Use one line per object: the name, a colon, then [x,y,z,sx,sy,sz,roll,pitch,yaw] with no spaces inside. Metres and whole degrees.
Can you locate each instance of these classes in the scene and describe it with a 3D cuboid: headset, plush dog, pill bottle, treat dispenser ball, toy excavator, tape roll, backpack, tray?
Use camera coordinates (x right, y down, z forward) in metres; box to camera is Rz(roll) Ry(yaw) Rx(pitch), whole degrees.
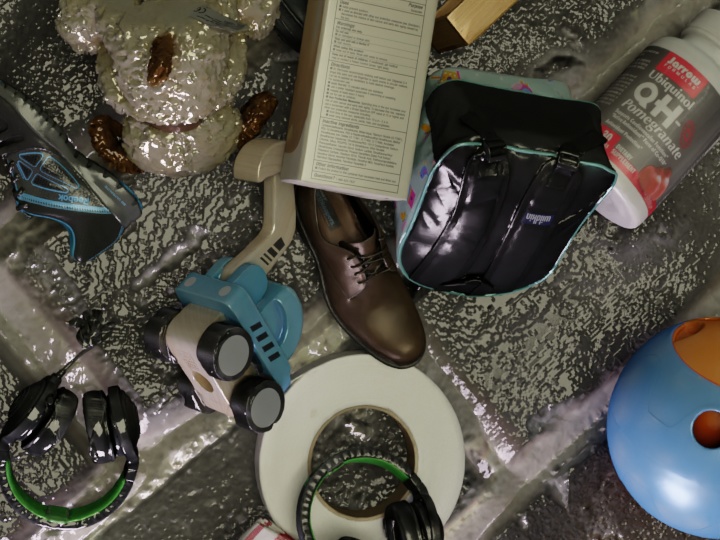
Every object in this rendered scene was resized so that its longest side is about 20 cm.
headset: [-0.249,0.134,1.288,0.122,0.094,0.203,10,101,-13]
plush dog: [-0.157,-0.155,1.277,0.197,0.162,0.173,-8,134,-2]
pill bottle: [0.284,-0.147,1.387,0.111,0.111,0.200,45,83,-10]
treat dispenser ball: [0.328,0.145,1.363,0.198,0.201,0.204,-1,93,-12]
toy excavator: [-0.098,0.010,1.315,0.200,0.099,0.196,-49,130,-28]
tape roll: [-0.001,0.176,1.378,0.200,0.037,0.206,0,92,-11]
backpack: [0.114,-0.075,1.321,0.173,0.155,0.201,4,134,-16]
headset: [0.021,0.259,1.339,0.123,0.094,0.201,-31,82,-20]
tray: [0.147,-0.281,1.358,0.200,0.099,0.037,-43,101,-7]

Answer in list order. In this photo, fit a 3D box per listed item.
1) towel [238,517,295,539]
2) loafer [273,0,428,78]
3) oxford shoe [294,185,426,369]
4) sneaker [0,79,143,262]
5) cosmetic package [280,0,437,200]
towel: [-0.065,0.335,1.360,0.200,0.023,0.144,41,96,-16]
loafer: [-0.011,-0.211,1.335,0.200,0.070,0.068,41,53,-12]
oxford shoe: [0.000,0.000,1.335,0.072,0.084,0.201,-32,92,-16]
sneaker: [-0.285,-0.093,1.288,0.200,0.073,0.082,43,85,-10]
cosmetic package: [0.000,-0.167,1.264,0.104,0.071,0.203,10,90,-17]
